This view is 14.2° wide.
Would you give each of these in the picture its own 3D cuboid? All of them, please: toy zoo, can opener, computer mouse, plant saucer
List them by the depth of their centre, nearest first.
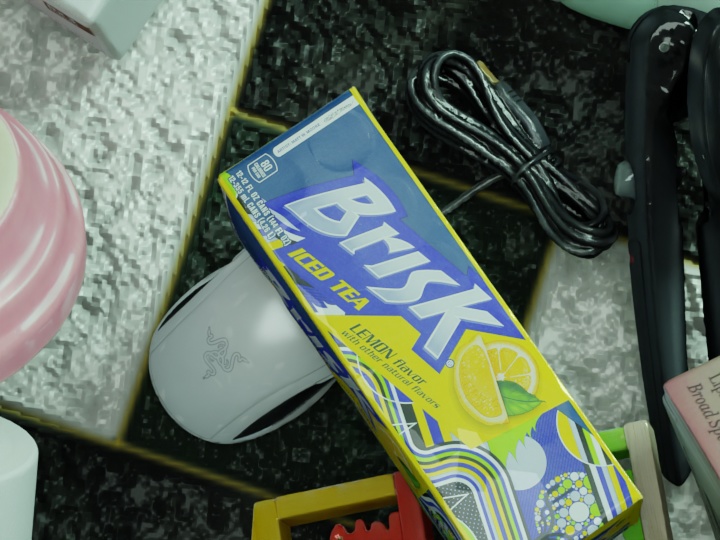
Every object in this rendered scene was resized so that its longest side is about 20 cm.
[{"bbox_3d":[-0.209,-0.020,1.144,0.199,0.051,0.201,2,42,-1],"label":"plant saucer"},{"bbox_3d":[0.032,0.144,1.164,0.199,0.020,0.132,-12,72,12],"label":"toy zoo"},{"bbox_3d":[0.133,-0.009,1.172,0.063,0.079,0.202,3,105,10],"label":"can opener"},{"bbox_3d":[0.000,0.000,1.196,0.200,0.044,0.110,-37,84,-3],"label":"computer mouse"}]

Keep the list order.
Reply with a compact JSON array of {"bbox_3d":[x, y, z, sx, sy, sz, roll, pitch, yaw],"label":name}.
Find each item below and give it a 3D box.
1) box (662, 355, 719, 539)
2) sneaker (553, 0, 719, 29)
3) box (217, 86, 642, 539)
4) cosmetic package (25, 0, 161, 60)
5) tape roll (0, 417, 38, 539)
[{"bbox_3d":[0.237,0.074,1.120,0.199,0.109,0.128,-26,43,-1],"label":"box"},{"bbox_3d":[0.161,-0.187,1.191,0.118,0.074,0.202,24,98,11],"label":"sneaker"},{"bbox_3d":[0.026,0.032,1.133,0.070,0.064,0.201,-33,76,-7],"label":"box"},{"bbox_3d":[-0.091,-0.201,1.208,0.101,0.074,0.201,34,87,10],"label":"cosmetic package"},{"bbox_3d":[-0.224,0.094,1.110,0.201,0.202,0.071,6,99,3],"label":"tape roll"}]
